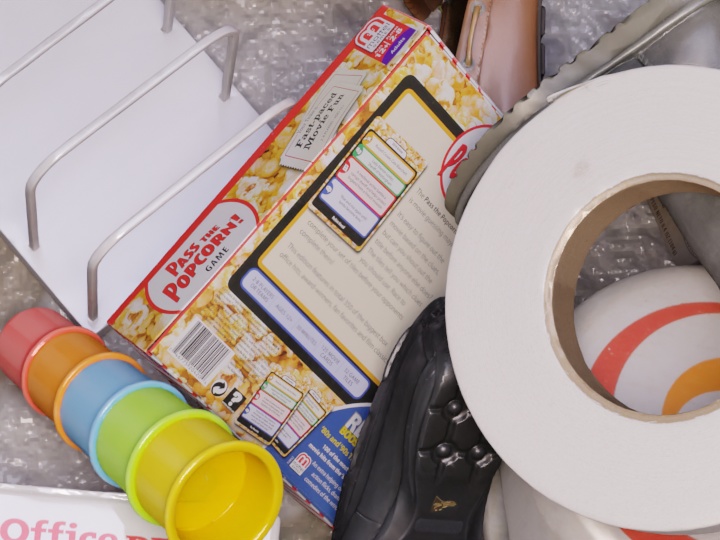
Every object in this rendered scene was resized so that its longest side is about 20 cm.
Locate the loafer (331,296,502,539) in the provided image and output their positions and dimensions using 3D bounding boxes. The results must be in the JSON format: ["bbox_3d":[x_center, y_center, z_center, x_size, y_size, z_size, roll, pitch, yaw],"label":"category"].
[{"bbox_3d":[0.024,0.107,1.399,0.068,0.070,0.201,8,117,-20],"label":"loafer"}]

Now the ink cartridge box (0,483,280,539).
[{"bbox_3d":[-0.117,0.209,1.383,0.144,0.084,0.201,5,74,-3],"label":"ink cartridge box"}]

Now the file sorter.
[{"bbox_3d":[-0.141,-0.098,1.450,0.139,0.125,0.200,-39,80,-14],"label":"file sorter"}]

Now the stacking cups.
[{"bbox_3d":[-0.108,0.065,1.381,0.060,0.061,0.200,-36,37,-13],"label":"stacking cups"}]

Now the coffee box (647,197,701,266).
[{"bbox_3d":[0.203,-0.093,1.428,0.079,0.200,0.115,-16,74,-26],"label":"coffee box"}]

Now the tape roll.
[{"bbox_3d":[0.134,0.012,1.285,0.202,0.037,0.204,-3,81,21],"label":"tape roll"}]

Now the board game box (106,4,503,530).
[{"bbox_3d":[0.000,0.000,1.415,0.200,0.046,0.152,-49,125,-7],"label":"board game box"}]

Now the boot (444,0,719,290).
[{"bbox_3d":[0.155,-0.013,1.337,0.182,0.073,0.200,-40,75,19],"label":"boot"}]

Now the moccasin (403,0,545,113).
[{"bbox_3d":[0.052,-0.142,1.508,0.077,0.074,0.203,2,83,-12],"label":"moccasin"}]

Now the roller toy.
[{"bbox_3d":[0.154,0.101,1.407,0.200,0.140,0.183,-32,75,-22],"label":"roller toy"}]
